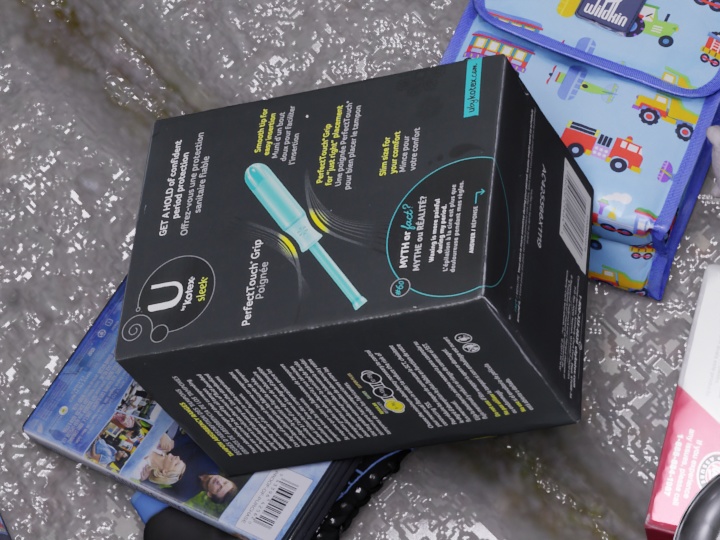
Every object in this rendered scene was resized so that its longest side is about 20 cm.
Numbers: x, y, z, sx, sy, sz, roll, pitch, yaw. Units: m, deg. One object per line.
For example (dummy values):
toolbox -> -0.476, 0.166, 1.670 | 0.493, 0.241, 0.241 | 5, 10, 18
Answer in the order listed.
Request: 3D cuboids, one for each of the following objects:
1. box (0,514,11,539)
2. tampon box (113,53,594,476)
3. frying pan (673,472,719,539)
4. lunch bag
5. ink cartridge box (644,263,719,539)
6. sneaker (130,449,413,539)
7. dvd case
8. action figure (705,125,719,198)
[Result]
box -> -0.225, 0.240, 1.432 | 0.137, 0.038, 0.200 | -27, 74, 7
tampon box -> 0.000, 0.000, 1.333 | 0.200, 0.126, 0.150 | -9, 54, 24
frying pan -> 0.176, 0.155, 1.323 | 0.190, 0.031, 0.115 | -11, 76, -2
lunch bag -> 0.129, -0.107, 1.468 | 0.150, 0.094, 0.200 | 18, 66, 12
ink cartridge box -> 0.261, 0.094, 1.388 | 0.200, 0.086, 0.148 | 14, 77, 9
sneaker -> -0.023, 0.118, 1.432 | 0.200, 0.070, 0.078 | -26, 75, 8
dvd case -> -0.073, 0.062, 1.426 | 0.200, 0.018, 0.143 | 21, 69, 37
action figure -> 0.272, -0.084, 1.387 | 0.193, 0.105, 0.200 | -15, 46, 4
